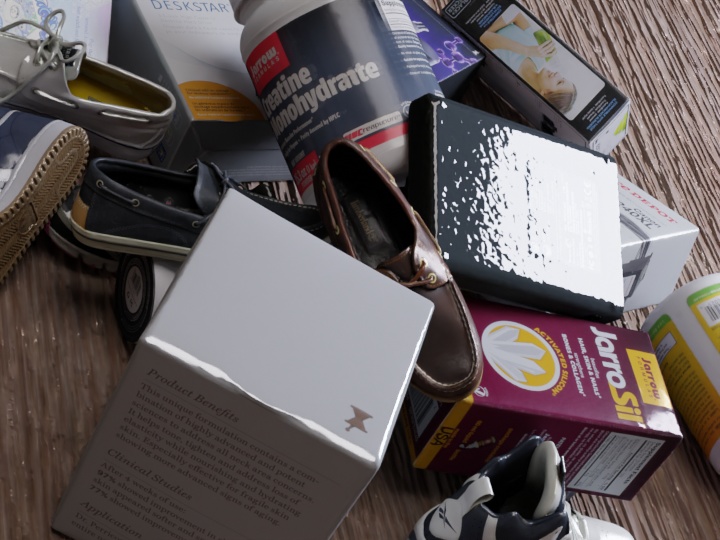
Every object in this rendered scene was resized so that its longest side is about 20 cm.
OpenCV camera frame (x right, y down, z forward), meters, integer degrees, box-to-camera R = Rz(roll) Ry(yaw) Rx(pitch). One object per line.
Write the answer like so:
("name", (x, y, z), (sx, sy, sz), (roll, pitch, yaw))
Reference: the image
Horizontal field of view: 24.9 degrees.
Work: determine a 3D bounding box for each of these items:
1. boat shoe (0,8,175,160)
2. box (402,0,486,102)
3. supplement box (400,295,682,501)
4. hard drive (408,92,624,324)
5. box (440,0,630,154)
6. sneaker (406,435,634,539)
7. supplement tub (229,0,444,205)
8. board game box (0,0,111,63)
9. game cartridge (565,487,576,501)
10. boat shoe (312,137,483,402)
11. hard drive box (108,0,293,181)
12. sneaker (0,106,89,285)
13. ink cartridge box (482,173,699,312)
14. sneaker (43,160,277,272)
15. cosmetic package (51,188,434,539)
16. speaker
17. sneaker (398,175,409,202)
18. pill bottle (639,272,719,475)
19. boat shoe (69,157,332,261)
("boat shoe", (-0.235, -0.156, 1.268), (0.201, 0.086, 0.075), (25, 49, -18))
("box", (0.000, -0.223, 1.563), (0.200, 0.079, 0.141), (43, 38, 13))
("supplement box", (0.134, 0.098, 1.258), (0.198, 0.086, 0.111), (11, 43, -24))
("hard drive", (0.122, -0.045, 1.265), (0.199, 0.033, 0.141), (15, 67, -35))
("box", (0.173, -0.193, 1.608), (0.200, 0.060, 0.117), (44, -4, 15))
("sneaker", (0.143, 0.182, 1.196), (0.197, 0.130, 0.080), (12, 44, -23))
("supplement tub", (-0.014, -0.154, 1.319), (0.140, 0.140, 0.202), (-16, 78, -42))
("board game box", (-0.305, -0.224, 1.345), (0.197, 0.043, 0.202), (11, 64, -22))
("game cartridge", (0.146, 0.114, 1.344), (0.133, 0.042, 0.200), (40, 40, 3))
("boat shoe", (0.023, -0.001, 1.146), (0.070, 0.070, 0.201), (-30, 77, -8))
("hard drive box", (-0.131, -0.175, 1.428), (0.155, 0.077, 0.201), (-4, 51, -36))
("sneaker", (-0.297, -0.047, 1.199), (0.108, 0.070, 0.201), (22, 55, 19))
("ink cartridge box", (0.178, -0.028, 1.436), (0.199, 0.084, 0.145), (-11, 40, -44))
("sneaker", (-0.148, -0.047, 1.276), (0.198, 0.088, 0.074), (9, 45, -25))
("cosmetic package", (-0.078, 0.096, 1.088), (0.166, 0.201, 0.167), (29, 39, -4))
("speaker", (-0.083, 0.019, 1.258), (0.198, 0.081, 0.082), (4, 47, -30))
("sneaker", (0.000, 0.000, 1.230), (0.088, 0.076, 0.200), (53, 50, -2))
("pill bottle", (0.332, 0.111, 1.406), (0.110, 0.111, 0.201), (-2, 51, -34))
("boat shoe", (-0.110, -0.044, 1.186), (0.198, 0.063, 0.075), (7, 26, -8))
